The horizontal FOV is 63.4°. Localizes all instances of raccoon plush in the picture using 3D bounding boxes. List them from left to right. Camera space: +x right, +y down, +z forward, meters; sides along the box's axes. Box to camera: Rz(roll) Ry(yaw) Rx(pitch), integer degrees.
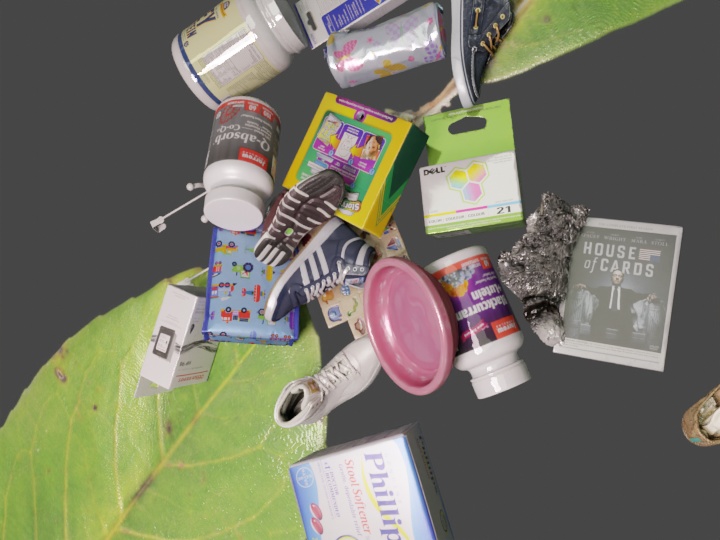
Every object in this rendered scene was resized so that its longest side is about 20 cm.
[{"bbox_3d":[0.272,-0.009,0.787,0.135,0.096,0.201,-63,29,31],"label":"raccoon plush"}]

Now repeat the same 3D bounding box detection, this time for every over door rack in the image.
[{"bbox_3d":[-0.283,-0.073,1.044,0.199,0.066,0.149,-32,75,14],"label":"over door rack"}]

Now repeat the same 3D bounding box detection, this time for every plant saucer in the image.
[{"bbox_3d":[0.075,0.076,0.846,0.200,0.050,0.203,33,130,51],"label":"plant saucer"}]

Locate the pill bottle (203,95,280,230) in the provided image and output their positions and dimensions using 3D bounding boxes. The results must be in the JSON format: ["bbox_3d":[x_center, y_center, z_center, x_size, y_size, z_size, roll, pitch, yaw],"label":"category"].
[{"bbox_3d":[-0.196,-0.175,0.963,0.114,0.116,0.203,-9,61,18],"label":"pill bottle"}]

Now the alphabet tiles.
[{"bbox_3d":[0.000,0.000,0.951,0.165,0.008,0.202,-23,79,4],"label":"alphabet tiles"}]

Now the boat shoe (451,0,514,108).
[{"bbox_3d":[0.189,-0.355,0.895,0.090,0.071,0.204,-4,82,23],"label":"boat shoe"}]

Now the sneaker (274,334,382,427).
[{"bbox_3d":[-0.048,0.178,0.916,0.200,0.115,0.074,-45,72,9],"label":"sneaker"}]

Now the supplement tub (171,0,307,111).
[{"bbox_3d":[-0.204,-0.385,0.999,0.198,0.145,0.147,-28,77,15],"label":"supplement tub"}]

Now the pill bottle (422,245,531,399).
[{"bbox_3d":[0.169,0.076,0.848,0.110,0.111,0.202,-25,78,16],"label":"pill bottle"}]

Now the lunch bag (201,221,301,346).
[{"bbox_3d":[-0.175,0.015,0.959,0.148,0.094,0.203,6,75,-12],"label":"lunch bag"}]

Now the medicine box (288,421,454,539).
[{"bbox_3d":[0.017,0.352,0.885,0.198,0.103,0.185,-21,79,18],"label":"medicine box"}]

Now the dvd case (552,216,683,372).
[{"bbox_3d":[0.363,0.030,0.829,0.148,0.025,0.203,8,89,19],"label":"dvd case"}]

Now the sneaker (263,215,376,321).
[{"bbox_3d":[-0.055,0.017,0.901,0.108,0.070,0.201,33,69,10],"label":"sneaker"}]

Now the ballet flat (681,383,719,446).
[{"bbox_3d":[0.502,0.154,0.748,0.070,0.065,0.201,40,99,18],"label":"ballet flat"}]

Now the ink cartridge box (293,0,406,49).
[{"bbox_3d":[-0.011,-0.463,0.995,0.198,0.037,0.096,-26,79,13],"label":"ink cartridge box"}]

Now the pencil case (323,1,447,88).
[{"bbox_3d":[0.043,-0.363,0.943,0.197,0.083,0.092,-9,75,18],"label":"pencil case"}]

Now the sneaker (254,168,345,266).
[{"bbox_3d":[-0.101,-0.107,0.908,0.200,0.075,0.116,-42,33,28],"label":"sneaker"}]

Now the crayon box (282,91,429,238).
[{"bbox_3d":[-0.013,-0.173,0.934,0.199,0.058,0.174,31,98,37],"label":"crayon box"}]

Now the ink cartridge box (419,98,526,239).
[{"bbox_3d":[0.164,-0.160,0.887,0.146,0.076,0.203,-8,84,19],"label":"ink cartridge box"}]

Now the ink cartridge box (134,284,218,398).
[{"bbox_3d":[-0.304,0.132,1.010,0.066,0.116,0.203,19,93,18],"label":"ink cartridge box"}]
